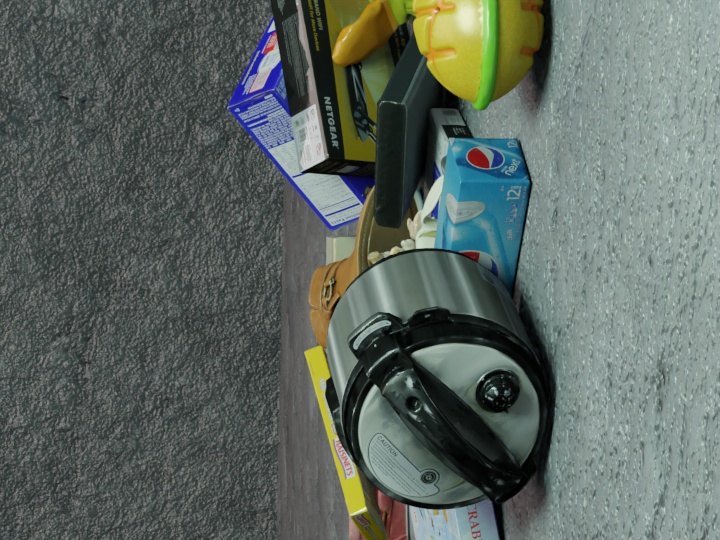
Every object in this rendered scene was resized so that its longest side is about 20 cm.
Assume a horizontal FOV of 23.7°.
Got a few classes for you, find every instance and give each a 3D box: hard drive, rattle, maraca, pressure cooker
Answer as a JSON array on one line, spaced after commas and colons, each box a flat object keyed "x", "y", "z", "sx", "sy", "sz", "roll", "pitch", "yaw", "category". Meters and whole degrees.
[{"x": 0.050, "y": -0.153, "z": 1.742, "sx": 0.201, "sy": 0.033, "sz": 0.141, "roll": -66, "pitch": -19, "yaw": -55, "category": "hard drive"}, {"x": -0.003, "y": -0.331, "z": 1.848, "sx": 0.201, "sy": 0.142, "sz": 0.130, "roll": 60, "pitch": -171, "yaw": 10, "category": "rattle"}, {"x": 0.094, "y": -0.227, "z": 1.402, "sx": 0.138, "sy": 0.106, "sz": 0.202, "roll": 102, "pitch": 166, "yaw": -60, "category": "maraca"}, {"x": 0.062, "y": 0.093, "z": 1.406, "sx": 0.200, "sy": 0.174, "sz": 0.180, "roll": -107, "pitch": 22, "yaw": -62, "category": "pressure cooker"}]

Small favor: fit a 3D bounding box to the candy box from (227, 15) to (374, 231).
[{"x": -0.039, "y": -0.177, "z": 1.925, "sx": 0.200, "sy": 0.077, "sz": 0.170, "roll": 50, "pitch": -137, "yaw": -30, "category": "candy box"}]

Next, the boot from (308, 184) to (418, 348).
[{"x": 0.000, "y": 0.000, "z": 1.836, "sx": 0.155, "sy": 0.076, "sz": 0.202, "roll": -172, "pitch": 79, "yaw": -64, "category": "boot"}]

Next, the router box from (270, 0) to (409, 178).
[{"x": -0.009, "y": -0.202, "z": 1.854, "sx": 0.052, "sy": 0.156, "sz": 0.202, "roll": -23, "pitch": 73, "yaw": 45, "category": "router box"}]

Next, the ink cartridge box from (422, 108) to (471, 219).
[{"x": 0.084, "y": -0.055, "z": 1.749, "sx": 0.095, "sy": 0.037, "sz": 0.202, "roll": -106, "pitch": 20, "yaw": -64, "category": "ink cartridge box"}]

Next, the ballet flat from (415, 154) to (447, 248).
[{"x": 0.088, "y": -0.038, "z": 1.600, "sx": 0.068, "sy": 0.068, "sz": 0.201, "roll": -90, "pitch": 5, "yaw": -46, "category": "ballet flat"}]

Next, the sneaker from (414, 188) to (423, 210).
[{"x": 0.032, "y": 0.006, "z": 1.977, "sx": 0.077, "sy": 0.080, "sz": 0.202, "roll": 146, "pitch": 122, "yaw": -79, "category": "sneaker"}]

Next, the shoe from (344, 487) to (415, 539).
[{"x": 0.026, "y": 0.213, "z": 1.941, "sx": 0.071, "sy": 0.090, "sz": 0.203, "roll": 31, "pitch": -123, "yaw": -84, "category": "shoe"}]

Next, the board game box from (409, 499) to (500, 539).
[{"x": 0.083, "y": 0.210, "z": 1.651, "sx": 0.200, "sy": 0.041, "sz": 0.202, "roll": 119, "pitch": 143, "yaw": -72, "category": "board game box"}]

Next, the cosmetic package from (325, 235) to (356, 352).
[{"x": 0.011, "y": 0.059, "z": 2.051, "sx": 0.073, "sy": 0.102, "sz": 0.202, "roll": -166, "pitch": 75, "yaw": -81, "category": "cosmetic package"}]

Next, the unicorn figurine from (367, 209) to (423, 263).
[{"x": 0.048, "y": 0.051, "z": 1.691, "sx": 0.201, "sy": 0.137, "sz": 0.074, "roll": -54, "pitch": 38, "yaw": 15, "category": "unicorn figurine"}]

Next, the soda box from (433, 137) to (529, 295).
[{"x": 0.101, "y": -0.017, "z": 1.518, "sx": 0.068, "sy": 0.063, "sz": 0.201, "roll": -100, "pitch": 11, "yaw": -51, "category": "soda box"}]

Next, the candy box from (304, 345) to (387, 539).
[{"x": -0.016, "y": 0.191, "z": 1.877, "sx": 0.102, "sy": 0.026, "sz": 0.202, "roll": 67, "pitch": -175, "yaw": -61, "category": "candy box"}]
